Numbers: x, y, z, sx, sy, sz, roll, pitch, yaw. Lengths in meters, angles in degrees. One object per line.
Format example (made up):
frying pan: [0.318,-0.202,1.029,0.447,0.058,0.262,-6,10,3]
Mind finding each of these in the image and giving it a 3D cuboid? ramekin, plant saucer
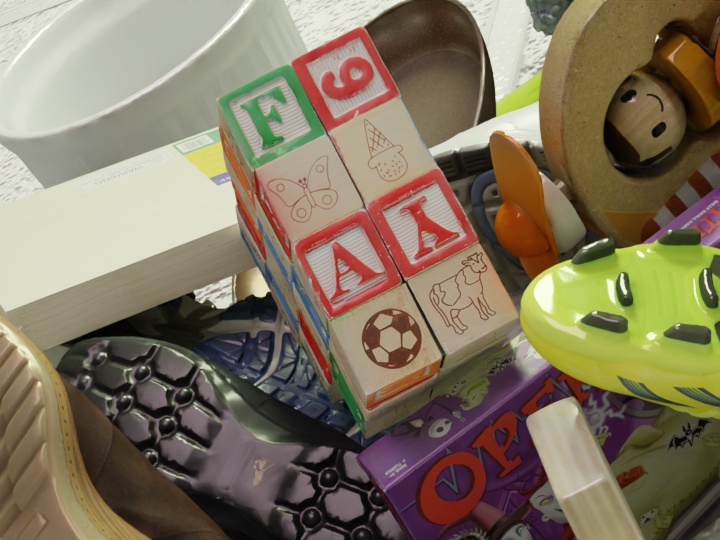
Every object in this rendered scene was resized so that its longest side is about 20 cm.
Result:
ramekin: [-0.121,-0.108,1.141,0.199,0.098,0.201,-23,32,15]
plant saucer: [0.005,-0.042,0.931,0.200,0.032,0.201,-39,35,35]

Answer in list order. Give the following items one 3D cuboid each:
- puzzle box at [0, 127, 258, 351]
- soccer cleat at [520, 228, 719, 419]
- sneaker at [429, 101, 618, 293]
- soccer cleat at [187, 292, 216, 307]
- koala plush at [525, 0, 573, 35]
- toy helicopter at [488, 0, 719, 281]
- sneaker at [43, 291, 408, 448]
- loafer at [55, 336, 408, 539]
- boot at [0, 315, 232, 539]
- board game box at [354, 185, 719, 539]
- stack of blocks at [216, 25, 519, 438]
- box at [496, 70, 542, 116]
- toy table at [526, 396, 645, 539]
puzzle box: [-0.085,-0.026,0.877,0.199,0.026,0.133,-21,24,-15]
soccer cleat: [0.146,0.036,0.626,0.198,0.084,0.065,4,40,-14]
sneaker: [0.107,-0.049,0.791,0.198,0.075,0.087,-12,29,12]
soccer cleat: [-0.133,0.027,0.997,0.087,0.070,0.200,-51,29,-1]
koala plush: [0.114,-0.195,0.914,0.176,0.185,0.200,-8,15,38]
toy helicopter: [0.104,-0.012,0.693,0.131,0.202,0.079,-20,28,-26]
sneaker: [-0.058,0.058,0.868,0.199,0.086,0.077,18,48,25]
loafer: [-0.045,0.085,0.764,0.199,0.070,0.068,21,74,27]
boot: [-0.081,0.103,0.669,0.072,0.166,0.200,-45,62,2]
board game box: [0.105,0.051,0.678,0.199,0.120,0.032,-36,34,-6]
stack of blocks: [0.000,0.000,0.716,0.058,0.116,0.200,-27,-10,-6]
box: [0.116,-0.037,0.871,0.122,0.048,0.200,-36,29,-6]
toy table: [0.097,0.134,0.569,0.199,0.118,0.184,-33,30,-4]
